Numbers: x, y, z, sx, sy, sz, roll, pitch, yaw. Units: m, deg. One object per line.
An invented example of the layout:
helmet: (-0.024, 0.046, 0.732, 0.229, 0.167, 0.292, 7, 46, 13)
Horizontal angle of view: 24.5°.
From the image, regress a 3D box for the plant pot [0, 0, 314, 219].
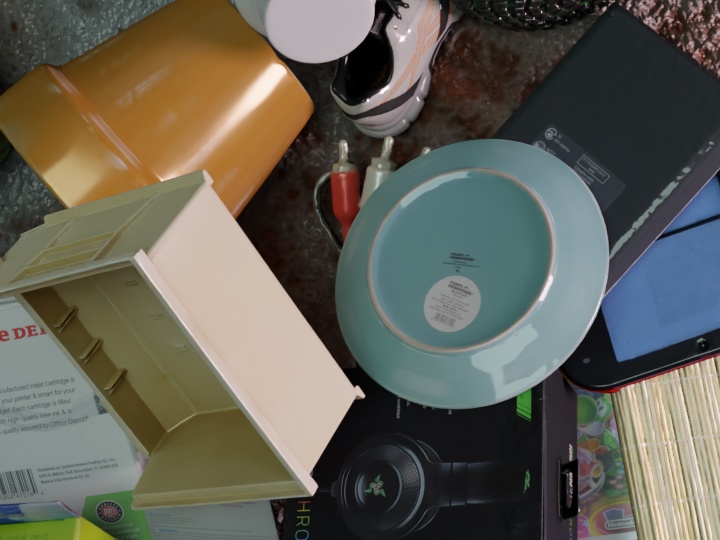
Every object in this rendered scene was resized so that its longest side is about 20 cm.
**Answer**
plant pot: (-0.140, -0.105, 1.230, 0.183, 0.200, 0.200, -41, 74, -2)

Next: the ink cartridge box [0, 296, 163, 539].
ink cartridge box: (-0.226, 0.109, 1.268, 0.145, 0.084, 0.201, -9, 103, 20)

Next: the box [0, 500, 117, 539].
box: (-0.224, 0.229, 1.230, 0.121, 0.200, 0.048, -8, 60, 20)

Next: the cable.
cable: (0.000, 0.000, 1.234, 0.097, 0.050, 0.201, 6, 90, 18)

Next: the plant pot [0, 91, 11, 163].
plant pot: (-0.383, -0.140, 1.330, 0.190, 0.200, 0.200, 42, 102, 5)

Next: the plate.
plate: (0.071, -0.004, 1.133, 0.199, 0.026, 0.201, -9, 65, 19)

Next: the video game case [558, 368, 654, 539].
video game case: (0.128, 0.101, 1.198, 0.142, 0.018, 0.201, -10, 83, 21)

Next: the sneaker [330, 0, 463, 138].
sneaker: (0.036, -0.196, 1.216, 0.073, 0.080, 0.201, 19, 93, 22)

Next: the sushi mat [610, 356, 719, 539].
sushi mat: (0.235, 0.160, 1.148, 0.095, 0.012, 0.201, -11, 84, 6)

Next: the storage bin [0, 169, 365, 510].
storage bin: (-0.134, 0.053, 1.102, 0.198, 0.094, 0.200, -12, 123, 41)

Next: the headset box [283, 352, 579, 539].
headset box: (0.057, 0.158, 1.138, 0.199, 0.093, 0.175, -5, 66, 21)

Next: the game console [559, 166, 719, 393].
game console: (0.216, -0.020, 1.147, 0.199, 0.031, 0.178, -20, 71, 16)

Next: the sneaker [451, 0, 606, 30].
sneaker: (0.155, -0.230, 1.182, 0.199, 0.078, 0.086, -16, 75, 10)

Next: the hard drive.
hard drive: (0.161, -0.074, 1.157, 0.200, 0.033, 0.140, -48, 60, 4)

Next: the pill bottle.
pill bottle: (-0.046, -0.238, 1.187, 0.109, 0.109, 0.201, -33, 42, 16)

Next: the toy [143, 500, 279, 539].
toy: (-0.085, 0.240, 1.229, 0.115, 0.047, 0.201, -2, 110, 29)
